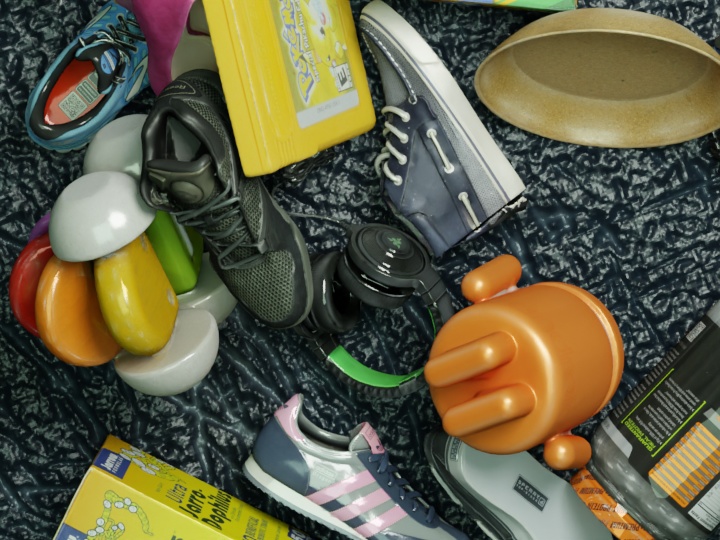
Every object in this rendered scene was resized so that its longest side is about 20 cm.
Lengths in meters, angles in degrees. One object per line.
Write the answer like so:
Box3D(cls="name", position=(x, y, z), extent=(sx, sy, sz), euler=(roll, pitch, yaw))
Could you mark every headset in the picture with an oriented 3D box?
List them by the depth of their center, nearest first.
Box3D(cls="headset", position=(0.000, 0.000, 1.525), extent=(0.123, 0.094, 0.201), euler=(-27, 99, 35))

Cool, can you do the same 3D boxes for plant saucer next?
Box3D(cls="plant saucer", position=(0.185, -0.147, 1.461), extent=(0.198, 0.200, 0.036), euler=(8, 71, -1))

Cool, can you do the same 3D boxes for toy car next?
Box3D(cls="toy car", position=(-0.188, -0.004, 1.479), extent=(0.149, 0.200, 0.176), euler=(-14, 119, 19))

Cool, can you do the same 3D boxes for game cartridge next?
Box3D(cls="game cartridge", position=(-0.053, -0.172, 1.443), extent=(0.032, 0.200, 0.178), euler=(-10, 99, 22))

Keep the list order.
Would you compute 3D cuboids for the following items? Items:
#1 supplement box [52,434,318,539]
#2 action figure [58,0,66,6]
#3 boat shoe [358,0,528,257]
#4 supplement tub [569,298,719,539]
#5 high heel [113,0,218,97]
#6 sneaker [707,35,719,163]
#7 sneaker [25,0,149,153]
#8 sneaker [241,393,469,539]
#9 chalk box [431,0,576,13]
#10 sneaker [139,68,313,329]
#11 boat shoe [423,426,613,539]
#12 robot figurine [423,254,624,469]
Box3D(cls="supplement box", position=(-0.140, 0.231, 1.546), extent=(0.199, 0.109, 0.110), euler=(27, 98, -4))
Box3D(cls="action figure", position=(-0.268, -0.268, 1.474), extent=(0.198, 0.102, 0.120), euler=(8, 71, 3))
Box3D(cls="boat shoe", position=(0.039, -0.104, 1.509), extent=(0.093, 0.075, 0.201), euler=(-37, 97, -6))
Box3D(cls="supplement tub", position=(0.264, 0.125, 1.521), extent=(0.122, 0.123, 0.200), euler=(43, 97, -6))
Box3D(cls="high heel", position=(-0.114, -0.158, 1.451), extent=(0.067, 0.096, 0.200), euler=(-46, 141, -17))
Box3D(cls="sneaker", position=(0.318, -0.096, 1.522), extent=(0.078, 0.075, 0.201), euler=(-19, 104, -9))
Box3D(cls="sneaker", position=(-0.180, -0.165, 1.497), extent=(0.078, 0.090, 0.200), euler=(41, 96, -5))
Box3D(cls="sneaker", position=(0.010, 0.170, 1.556), extent=(0.199, 0.070, 0.082), euler=(26, 101, -5))
Box3D(cls="chalk box", position=(0.064, -0.261, 1.466), extent=(0.198, 0.125, 0.125), euler=(5, 98, 1))
Box3D(cls="sneaker", position=(-0.102, -0.038, 1.407), extent=(0.076, 0.114, 0.201), euler=(-16, 104, 21))
Box3D(cls="boat shoe", position=(0.125, 0.190, 1.560), extent=(0.200, 0.068, 0.072), euler=(41, 68, -27))
Box3D(cls="robot figurine", position=(0.127, 0.074, 1.485), extent=(0.143, 0.200, 0.117), euler=(35, 116, 23))
